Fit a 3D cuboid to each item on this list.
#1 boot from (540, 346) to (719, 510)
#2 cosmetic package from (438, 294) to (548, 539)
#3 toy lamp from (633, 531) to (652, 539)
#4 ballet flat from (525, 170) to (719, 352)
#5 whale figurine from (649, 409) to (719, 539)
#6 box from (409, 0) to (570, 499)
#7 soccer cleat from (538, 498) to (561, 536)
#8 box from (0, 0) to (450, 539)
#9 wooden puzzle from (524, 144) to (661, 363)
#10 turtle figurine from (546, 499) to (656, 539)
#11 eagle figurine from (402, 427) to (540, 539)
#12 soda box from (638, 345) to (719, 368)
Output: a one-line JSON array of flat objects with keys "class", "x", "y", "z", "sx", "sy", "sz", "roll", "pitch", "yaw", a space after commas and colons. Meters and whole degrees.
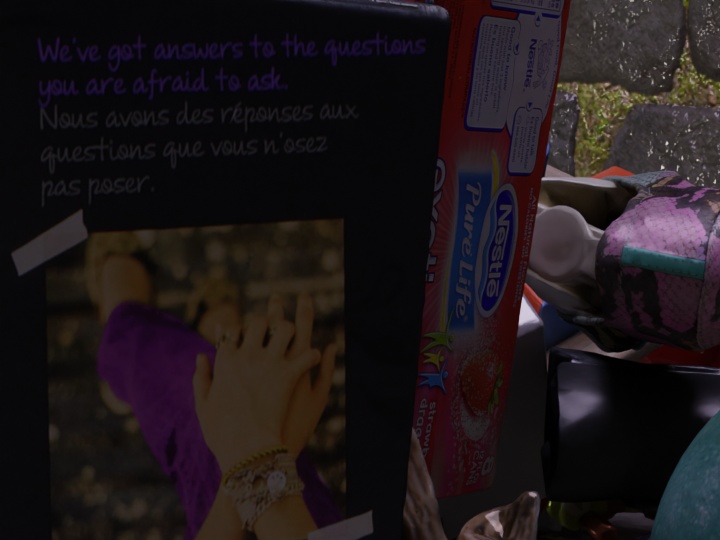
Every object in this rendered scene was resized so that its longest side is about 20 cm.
[{"class": "boot", "x": 0.159, "y": 0.060, "z": 0.808, "sx": 0.199, "sy": 0.066, "sz": 0.165, "roll": 11, "pitch": -5, "yaw": 3}, {"class": "cosmetic package", "x": 0.000, "y": 0.000, "z": 0.960, "sx": 0.071, "sy": 0.102, "sz": 0.200, "roll": -22, "pitch": 49, "yaw": -11}, {"class": "toy lamp", "x": 0.006, "y": 0.099, "z": 0.819, "sx": 0.198, "sy": 0.059, "sz": 0.058, "roll": 5, "pitch": 3, "yaw": 2}, {"class": "ballet flat", "x": 0.088, "y": -0.006, "z": 0.868, "sx": 0.071, "sy": 0.070, "sz": 0.200, "roll": 14, "pitch": 0, "yaw": -5}, {"class": "whale figurine", "x": 0.154, "y": 0.107, "z": 0.622, "sx": 0.200, "sy": 0.104, "sz": 0.160, "roll": 36, "pitch": -22, "yaw": 39}, {"class": "box", "x": -0.004, "y": -0.030, "z": 0.799, "sx": 0.095, "sy": 0.201, "sz": 0.099, "roll": 13, "pitch": 8, "yaw": 32}, {"class": "soccer cleat", "x": 0.025, "y": 0.082, "z": 1.058, "sx": 0.085, "sy": 0.069, "sz": 0.199, "roll": 3, "pitch": 3, "yaw": 41}, {"class": "box", "x": -0.061, "y": 0.037, "z": 0.530, "sx": 0.105, "sy": 0.202, "sz": 0.122, "roll": 4, "pitch": 3, "yaw": -28}, {"class": "wooden puzzle", "x": 0.062, "y": -0.017, "z": 1.095, "sx": 0.199, "sy": 0.047, "sz": 0.185, "roll": 22, "pitch": 31, "yaw": 31}, {"class": "turtle figurine", "x": 0.168, "y": 0.102, "z": 0.928, "sx": 0.199, "sy": 0.065, "sz": 0.161, "roll": 18, "pitch": 9, "yaw": -8}, {"class": "eagle figurine", "x": 0.096, "y": 0.085, "z": 0.509, "sx": 0.199, "sy": 0.152, "sz": 0.151, "roll": -15, "pitch": 23, "yaw": 30}, {"class": "soda box", "x": 0.082, "y": 0.032, "z": 1.152, "sx": 0.199, "sy": 0.064, "sz": 0.070, "roll": 22, "pitch": -20, "yaw": 30}]
